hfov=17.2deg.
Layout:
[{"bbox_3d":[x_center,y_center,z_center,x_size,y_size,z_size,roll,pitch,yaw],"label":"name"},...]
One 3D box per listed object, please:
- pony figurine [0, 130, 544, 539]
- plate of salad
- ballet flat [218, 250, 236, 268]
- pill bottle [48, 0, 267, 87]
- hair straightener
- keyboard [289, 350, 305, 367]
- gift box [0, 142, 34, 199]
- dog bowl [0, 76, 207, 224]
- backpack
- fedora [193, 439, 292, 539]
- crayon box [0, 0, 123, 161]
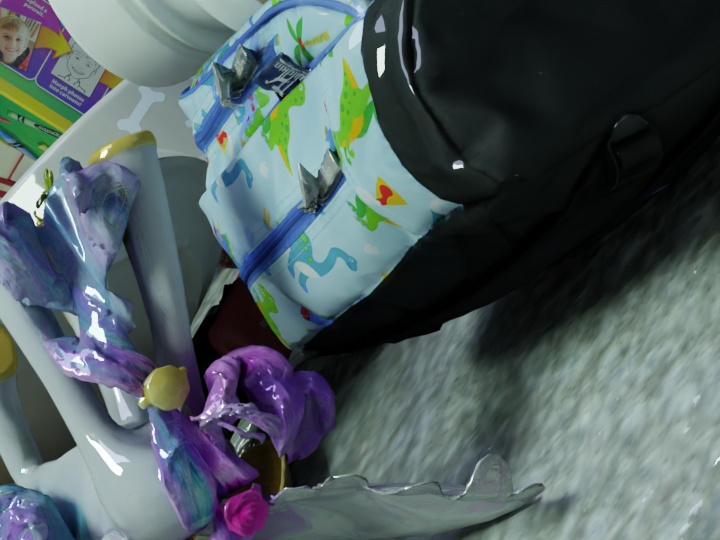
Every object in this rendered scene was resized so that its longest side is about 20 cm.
[{"bbox_3d":[-0.059,0.066,0.724,0.166,0.200,0.193,-19,-8,-22],"label":"pony figurine"},{"bbox_3d":[-0.126,0.033,0.903,0.200,0.048,0.200,-45,-18,-19],"label":"plate of salad"},{"bbox_3d":[-0.023,-0.093,1.153,0.200,0.076,0.064,-64,22,-13],"label":"ballet flat"},{"bbox_3d":[-0.017,-0.144,0.833,0.200,0.114,0.114,-26,30,34],"label":"pill bottle"},{"bbox_3d":[-0.056,0.022,1.019,0.077,0.041,0.200,-50,12,21],"label":"hair straightener"},{"bbox_3d":[0.000,0.000,0.993,0.200,0.011,0.056,-41,22,52],"label":"keyboard"},{"bbox_3d":[-0.313,-0.011,1.731,0.185,0.187,0.200,-72,4,-50],"label":"gift box"},{"bbox_3d":[-0.101,-0.024,1.037,0.200,0.059,0.200,-45,-5,-5],"label":"dog bowl"},{"bbox_3d":[0.028,-0.049,0.744,0.163,0.154,0.200,-34,-17,-30],"label":"backpack"},{"bbox_3d":[-0.104,0.137,0.901,0.201,0.082,0.201,-54,14,19],"label":"fedora"},{"bbox_3d":[-0.130,-0.106,1.280,0.058,0.200,0.119,-29,31,62],"label":"crayon box"}]
